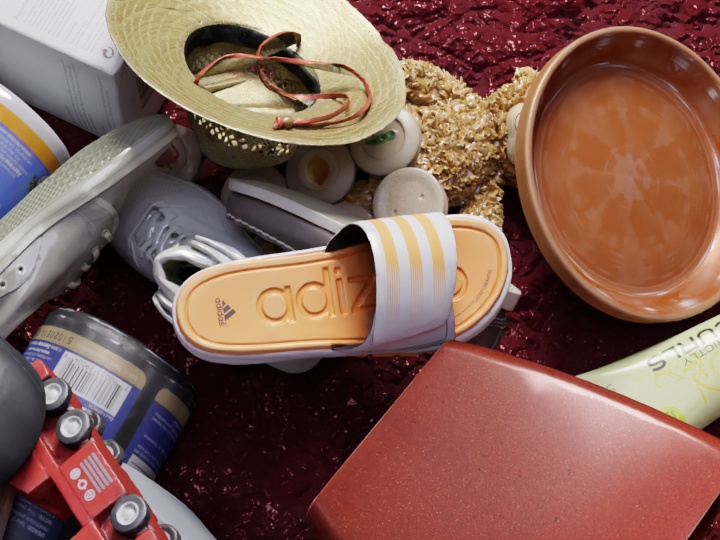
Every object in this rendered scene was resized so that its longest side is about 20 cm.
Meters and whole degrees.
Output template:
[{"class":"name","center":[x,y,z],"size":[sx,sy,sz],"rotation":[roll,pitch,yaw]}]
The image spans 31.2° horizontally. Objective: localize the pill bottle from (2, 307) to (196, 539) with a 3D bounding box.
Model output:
[{"class":"pill bottle","center":[-0.192,0.135,0.784],"size":[0.111,0.112,0.202],"rotation":[26,70,8]}]

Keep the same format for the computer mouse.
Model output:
[{"class":"computer mouse","center":[-0.250,0.049,0.697],"size":[0.199,0.053,0.139],"rotation":[29,68,34]}]

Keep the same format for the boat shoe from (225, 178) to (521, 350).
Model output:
[{"class":"boat shoe","center":[0.000,0.000,0.815],"size":[0.198,0.072,0.060],"rotation":[23,100,3]}]

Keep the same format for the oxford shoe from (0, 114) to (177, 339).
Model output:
[{"class":"oxford shoe","center":[-0.187,-0.022,0.807],"size":[0.200,0.075,0.058],"rotation":[-45,113,-13]}]

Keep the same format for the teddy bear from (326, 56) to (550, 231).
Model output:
[{"class":"teddy bear","center":[0.056,-0.081,0.898],"size":[0.197,0.067,0.147],"rotation":[5,71,1]}]

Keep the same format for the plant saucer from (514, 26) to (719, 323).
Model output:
[{"class":"plant saucer","center":[0.188,-0.064,0.879],"size":[0.198,0.032,0.204],"rotation":[6,78,-26]}]

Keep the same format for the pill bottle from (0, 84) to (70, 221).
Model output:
[{"class":"pill bottle","center":[-0.290,-0.026,0.844],"size":[0.111,0.112,0.201],"rotation":[30,72,10]}]

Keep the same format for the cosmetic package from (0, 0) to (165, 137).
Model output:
[{"class":"cosmetic package","center":[-0.232,-0.176,0.904],"size":[0.198,0.113,0.082],"rotation":[27,69,7]}]

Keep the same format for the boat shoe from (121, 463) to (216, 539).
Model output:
[{"class":"boat shoe","center":[-0.098,0.196,0.753],"size":[0.070,0.071,0.200],"rotation":[-43,113,-4]}]

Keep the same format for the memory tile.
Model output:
[{"class":"memory tile","center":[-0.050,-0.059,0.879],"size":[0.198,0.017,0.155],"rotation":[-22,75,9]}]

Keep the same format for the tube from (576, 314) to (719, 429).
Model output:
[{"class":"tube","center":[0.241,0.062,0.860],"size":[0.198,0.052,0.058],"rotation":[-27,31,-6]}]

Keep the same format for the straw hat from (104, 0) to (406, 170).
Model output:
[{"class":"straw hat","center":[-0.074,-0.114,0.837],"size":[0.198,0.086,0.203],"rotation":[11,43,-11]}]

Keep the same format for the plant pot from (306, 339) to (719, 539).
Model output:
[{"class":"plant pot","center":[0.080,0.161,0.746],"size":[0.175,0.201,0.200],"rotation":[35,71,20]}]

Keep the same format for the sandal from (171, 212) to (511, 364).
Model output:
[{"class":"sandal","center":[-0.005,0.013,0.735],"size":[0.204,0.059,0.080],"rotation":[-11,79,-12]}]

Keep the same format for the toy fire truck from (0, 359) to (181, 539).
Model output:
[{"class":"toy fire truck","center":[-0.195,0.127,0.692],"size":[0.141,0.049,0.200],"rotation":[-39,56,-6]}]

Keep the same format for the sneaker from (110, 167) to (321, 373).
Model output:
[{"class":"sneaker","center":[-0.112,-0.014,0.818],"size":[0.199,0.115,0.074],"rotation":[35,91,19]}]
